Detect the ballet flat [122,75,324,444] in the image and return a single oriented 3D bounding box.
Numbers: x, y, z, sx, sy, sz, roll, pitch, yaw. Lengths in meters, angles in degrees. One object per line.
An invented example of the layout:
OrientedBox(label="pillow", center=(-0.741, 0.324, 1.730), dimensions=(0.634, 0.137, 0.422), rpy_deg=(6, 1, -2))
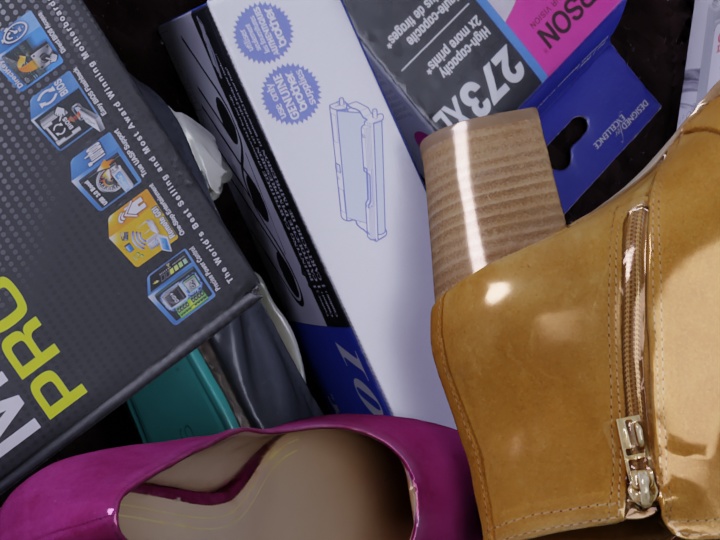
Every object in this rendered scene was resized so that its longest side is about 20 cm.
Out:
OrientedBox(label="ballet flat", center=(-0.063, 0.000, 0.925), dimensions=(0.073, 0.073, 0.200), rpy_deg=(-27, 90, -26))

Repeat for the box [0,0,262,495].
OrientedBox(label="box", center=(-0.143, -0.028, 0.783), dimensions=(0.160, 0.044, 0.200), rpy_deg=(-37, 114, -12))

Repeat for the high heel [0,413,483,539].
OrientedBox(label="high heel", center=(-0.016, 0.071, 0.804), dimensions=(0.200, 0.096, 0.068), rpy_deg=(-13, 82, -38))

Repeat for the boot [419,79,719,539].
OrientedBox(label="boot", center=(0.121, 0.012, 0.872), dimensions=(0.201, 0.071, 0.144), rpy_deg=(-12, 76, -4))

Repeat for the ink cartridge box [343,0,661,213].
OrientedBox(label="ink cartridge box", center=(0.024, -0.104, 0.992), dimensions=(0.095, 0.037, 0.200), rpy_deg=(-46, 106, -23))

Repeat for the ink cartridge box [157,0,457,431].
OrientedBox(label="ink cartridge box", center=(0.000, 0.000, 0.931), dimensions=(0.044, 0.094, 0.200), rpy_deg=(-26, 96, -12))

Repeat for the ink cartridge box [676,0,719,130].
OrientedBox(label="ink cartridge box", center=(0.180, -0.047, 0.998), dimensions=(0.083, 0.146, 0.201), rpy_deg=(14, 77, -27))
